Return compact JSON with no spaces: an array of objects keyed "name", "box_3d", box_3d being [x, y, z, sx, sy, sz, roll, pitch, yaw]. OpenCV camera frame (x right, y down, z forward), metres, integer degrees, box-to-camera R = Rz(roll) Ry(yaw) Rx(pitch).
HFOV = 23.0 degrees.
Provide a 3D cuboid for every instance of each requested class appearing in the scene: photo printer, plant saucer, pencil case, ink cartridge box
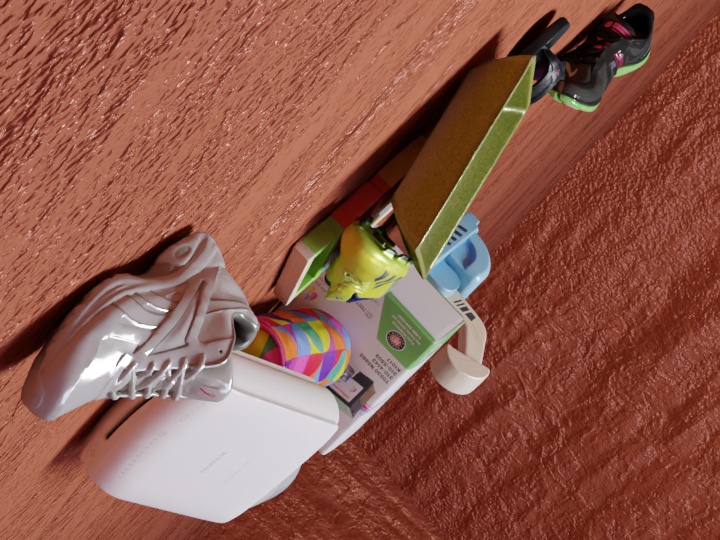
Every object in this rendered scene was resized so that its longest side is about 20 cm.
[{"name":"photo printer","box_3d":[-0.134,0.141,1.542,0.166,0.070,0.200,-40,146,17]},{"name":"plant saucer","box_3d":[0.086,-0.099,1.604,0.200,0.048,0.200,-59,173,-5]},{"name":"pencil case","box_3d":[-0.074,0.083,1.707,0.088,0.088,0.200,-45,165,13]},{"name":"ink cartridge box","box_3d":[-0.014,0.072,1.835,0.200,0.145,0.084,-47,173,31]}]

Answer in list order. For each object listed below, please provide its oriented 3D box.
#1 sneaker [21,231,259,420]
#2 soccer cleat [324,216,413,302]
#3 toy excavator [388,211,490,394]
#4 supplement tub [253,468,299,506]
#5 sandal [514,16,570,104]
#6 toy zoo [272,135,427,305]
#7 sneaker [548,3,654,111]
[{"name":"sneaker","box_3d":[-0.127,0.049,1.110,0.200,0.099,0.078,-38,171,-49]},{"name":"soccer cleat","box_3d":[0.001,0.001,1.626,0.084,0.065,0.200,-42,174,0]},{"name":"toy excavator","box_3d":[0.099,0.020,1.975,0.194,0.200,0.100,-38,171,-48]},{"name":"supplement tub","box_3d":[-0.135,0.199,1.979,0.132,0.132,0.200,-44,174,-1]},{"name":"sandal","box_3d":[0.169,-0.188,1.737,0.075,0.048,0.200,-42,174,-22]},{"name":"toy zoo","box_3d":[0.003,-0.056,1.665,0.200,0.020,0.131,-42,174,-21]},{"name":"sneaker","box_3d":[0.267,-0.245,1.982,0.200,0.077,0.084,-43,158,-43]}]
